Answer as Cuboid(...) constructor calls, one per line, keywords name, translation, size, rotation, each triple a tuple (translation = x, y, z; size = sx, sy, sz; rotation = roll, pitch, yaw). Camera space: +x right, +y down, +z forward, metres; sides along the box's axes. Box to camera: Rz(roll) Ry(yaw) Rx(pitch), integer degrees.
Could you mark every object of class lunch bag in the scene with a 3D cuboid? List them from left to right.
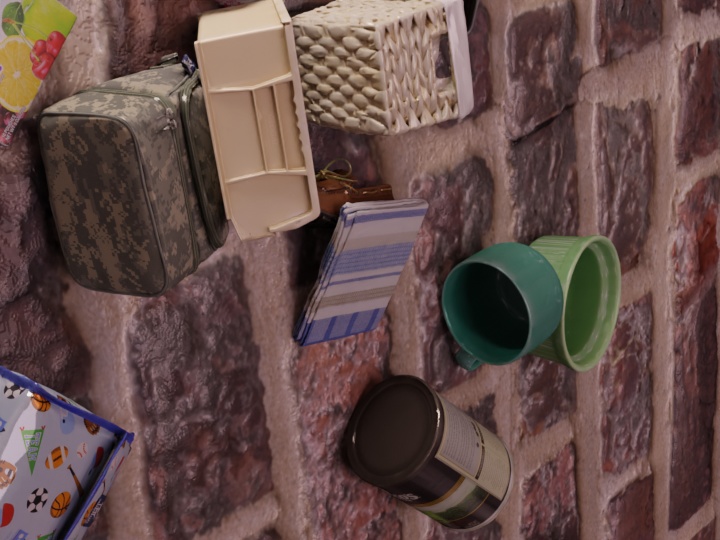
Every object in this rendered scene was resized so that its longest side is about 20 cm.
Cuboid(name="lunch bag", translation=(-0.315, 0.202, 1.055), size=(0.172, 0.122, 0.200), rotation=(-62, 147, -14))
Cuboid(name="lunch bag", translation=(-0.209, -0.097, 1.086), size=(0.168, 0.137, 0.203), rotation=(-44, 131, -53))

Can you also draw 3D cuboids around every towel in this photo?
Cuboid(name="towel", translation=(0.000, 0.000, 1.336), size=(0.145, 0.024, 0.202), rotation=(-9, 131, -44))

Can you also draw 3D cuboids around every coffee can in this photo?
Cuboid(name="coffee can", translation=(0.096, 0.246, 1.451), size=(0.199, 0.145, 0.148), rotation=(38, 73, -43))

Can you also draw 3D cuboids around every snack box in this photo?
Cuboid(name="snack box", translation=(-0.364, -0.220, 0.954), size=(0.199, 0.053, 0.144), rotation=(37, 72, -43))

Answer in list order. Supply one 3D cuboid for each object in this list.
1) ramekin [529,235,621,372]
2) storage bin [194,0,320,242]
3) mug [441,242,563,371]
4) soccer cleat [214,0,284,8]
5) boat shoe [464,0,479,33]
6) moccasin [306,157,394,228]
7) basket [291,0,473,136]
Cuboid(name="ramekin", translation=(0.304, 0.043, 1.632), size=(0.199, 0.097, 0.204), rotation=(-16, 111, -51))
Cuboid(name="storage bin", translation=(-0.104, -0.158, 1.101), size=(0.092, 0.200, 0.202), rotation=(-10, 112, -4))
Cuboid(name="mug", translation=(0.194, 0.043, 1.520), size=(0.114, 0.184, 0.154), rotation=(-27, 93, -41))
Cuboid(name="soccer cleat", translation=(-0.137, -0.316, 1.135), size=(0.198, 0.086, 0.071), rotation=(16, 88, -46))
Cuboid(name="boat shoe", translation=(0.138, -0.398, 1.407), size=(0.074, 0.064, 0.205), rotation=(22, 84, -45))
Cuboid(name="moccasin", translation=(-0.029, -0.090, 1.305), size=(0.199, 0.073, 0.079), rotation=(3, 85, -42))
Cuboid(name="basket", translation=(0.014, -0.233, 1.230), size=(0.122, 0.199, 0.138), rotation=(-23, 115, -34))
